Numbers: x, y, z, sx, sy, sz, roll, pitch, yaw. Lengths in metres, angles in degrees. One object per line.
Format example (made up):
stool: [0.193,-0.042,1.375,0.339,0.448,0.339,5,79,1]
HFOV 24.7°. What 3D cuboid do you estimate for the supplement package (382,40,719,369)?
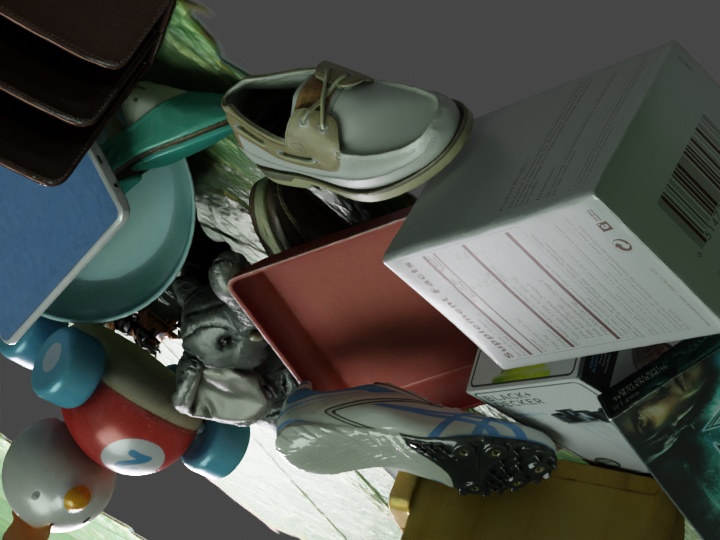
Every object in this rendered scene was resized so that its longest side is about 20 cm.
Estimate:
supplement package: [0.129,-0.030,0.956,0.117,0.117,0.200,41,153,-20]

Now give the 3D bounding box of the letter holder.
letter holder: [-0.245,-0.168,1.082,0.200,0.142,0.101,33,154,-3]

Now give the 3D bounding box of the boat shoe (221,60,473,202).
boat shoe: [-0.017,-0.092,1.051,0.200,0.075,0.068,0,146,48]

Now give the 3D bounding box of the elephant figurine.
elephant figurine: [-0.091,0.049,1.257,0.200,0.155,0.142,24,-164,-39]

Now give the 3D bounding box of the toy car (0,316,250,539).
toy car: [-0.229,0.154,1.354,0.184,0.201,0.177,30,-179,-33]

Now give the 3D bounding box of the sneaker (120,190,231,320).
sneaker: [-0.181,-0.053,1.310,0.200,0.076,0.091,42,132,-11]

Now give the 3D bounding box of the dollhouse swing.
dollhouse swing: [0.119,0.230,1.185,0.199,0.177,0.182,9,156,16]

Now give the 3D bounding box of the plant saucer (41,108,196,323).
plant saucer: [-0.216,-0.059,1.261,0.199,0.036,0.201,4,108,12]

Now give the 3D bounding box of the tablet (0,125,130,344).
tablet: [-0.241,-0.044,1.194,0.200,0.014,0.130,-41,74,43]

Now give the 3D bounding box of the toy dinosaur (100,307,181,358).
toy dinosaur: [-0.211,0.026,1.477,0.200,0.102,0.136,39,144,26]

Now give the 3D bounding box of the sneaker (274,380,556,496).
sneaker: [0.040,0.111,1.155,0.199,0.073,0.072,6,139,9]

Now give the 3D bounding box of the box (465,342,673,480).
box: [0.184,0.094,1.132,0.200,0.060,0.116,32,155,-29]

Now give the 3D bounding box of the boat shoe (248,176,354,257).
boat shoe: [0.001,-0.004,1.208,0.075,0.075,0.202,-22,130,26]

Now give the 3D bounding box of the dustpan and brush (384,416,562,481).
dustpan and brush: [0.119,0.143,1.297,0.199,0.057,0.140,4,154,23]

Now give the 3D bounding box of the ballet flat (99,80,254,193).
ballet flat: [-0.166,-0.094,1.176,0.200,0.067,0.071,-28,87,28]

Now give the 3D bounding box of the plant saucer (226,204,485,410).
plant saucer: [0.037,0.028,1.161,0.199,0.037,0.200,-19,134,17]

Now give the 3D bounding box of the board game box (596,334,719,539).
board game box: [0.257,0.112,1.071,0.200,0.135,0.028,49,-169,-33]

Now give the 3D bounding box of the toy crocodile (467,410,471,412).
toy crocodile: [-0.001,0.091,1.378,0.199,0.062,0.067,18,-169,20]
